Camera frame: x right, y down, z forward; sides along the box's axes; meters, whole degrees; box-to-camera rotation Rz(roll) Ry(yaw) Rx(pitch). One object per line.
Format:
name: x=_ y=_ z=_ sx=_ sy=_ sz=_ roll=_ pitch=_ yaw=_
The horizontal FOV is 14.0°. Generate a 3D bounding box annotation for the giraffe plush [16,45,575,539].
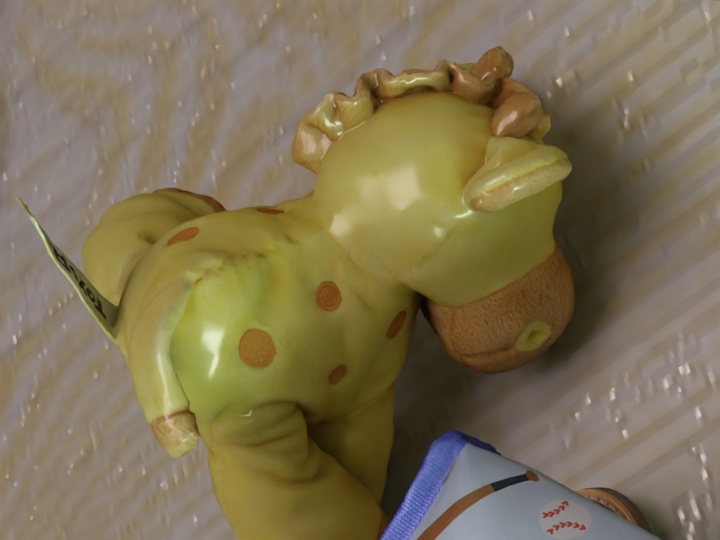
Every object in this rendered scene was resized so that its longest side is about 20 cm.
giraffe plush: x=0.000 y=0.000 z=0.989 sx=0.162 sy=0.200 sz=0.173 roll=-32 pitch=50 yaw=0

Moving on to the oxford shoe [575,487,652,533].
oxford shoe: x=0.041 y=0.164 z=0.953 sx=0.071 sy=0.071 sz=0.201 roll=23 pitch=95 yaw=47

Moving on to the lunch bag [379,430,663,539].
lunch bag: x=0.054 y=0.175 z=0.849 sx=0.170 sy=0.124 sz=0.200 roll=29 pitch=86 yaw=31
